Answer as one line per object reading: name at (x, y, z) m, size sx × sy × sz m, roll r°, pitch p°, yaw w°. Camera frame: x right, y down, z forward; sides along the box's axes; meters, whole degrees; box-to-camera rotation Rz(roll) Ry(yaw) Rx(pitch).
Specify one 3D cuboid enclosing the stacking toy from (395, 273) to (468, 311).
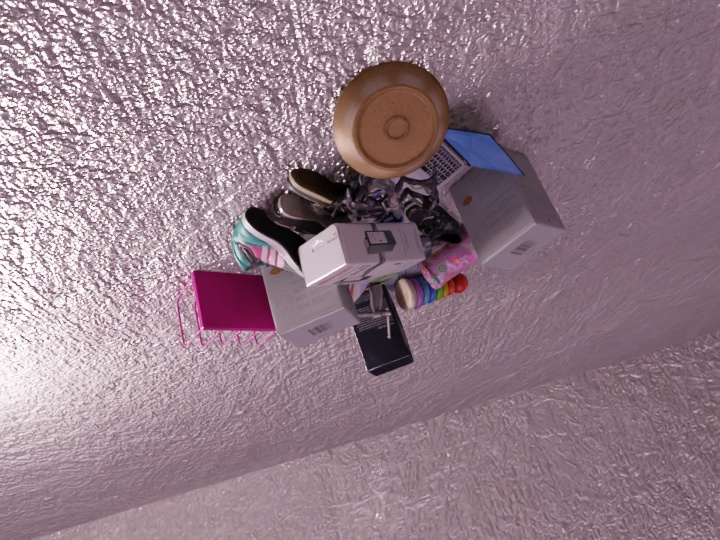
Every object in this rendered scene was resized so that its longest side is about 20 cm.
stacking toy at (0.193, 0.048, 1.644) m, size 0.200 × 0.085 × 0.085 m, roll -10°, pitch 152°, yaw -27°

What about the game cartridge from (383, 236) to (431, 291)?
game cartridge at (0.113, -0.012, 1.596) m, size 0.133 × 0.040 × 0.200 m, roll -20°, pitch 153°, yaw -5°

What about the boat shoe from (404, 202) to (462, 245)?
boat shoe at (0.171, -0.100, 1.430) m, size 0.074 × 0.066 × 0.199 m, roll -30°, pitch 151°, yaw 23°

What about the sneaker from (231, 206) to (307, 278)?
sneaker at (-0.181, -0.028, 1.273) m, size 0.200 × 0.084 × 0.121 m, roll 41°, pitch 132°, yaw -16°

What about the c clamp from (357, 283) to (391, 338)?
c clamp at (-0.022, 0.087, 1.519) m, size 0.200 × 0.027 × 0.171 m, roll 1°, pitch 110°, yaw -2°

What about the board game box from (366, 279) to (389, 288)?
board game box at (-0.043, 0.008, 1.477) m, size 0.200 × 0.105 × 0.023 m, roll -20°, pitch -167°, yaw 3°

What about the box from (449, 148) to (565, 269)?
box at (0.301, -0.128, 1.312) m, size 0.106 × 0.200 × 0.152 m, roll 8°, pitch 143°, yaw -39°

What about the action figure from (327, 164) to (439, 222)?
action figure at (0.043, -0.146, 1.159) m, size 0.200 × 0.102 × 0.119 m, roll -3°, pitch 152°, yaw 10°

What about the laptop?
laptop at (0.174, -0.188, 1.207) m, size 0.200 × 0.116 × 0.187 m, roll -40°, pitch 147°, yaw 16°

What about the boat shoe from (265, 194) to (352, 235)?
boat shoe at (-0.100, -0.104, 1.268) m, size 0.200 × 0.067 × 0.057 m, roll 16°, pitch 153°, yaw -42°

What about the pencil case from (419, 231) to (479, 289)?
pencil case at (0.241, -0.036, 1.533) m, size 0.200 × 0.087 × 0.087 m, roll -32°, pitch 153°, yaw -2°

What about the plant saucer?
plant saucer at (0.055, -0.237, 1.035) m, size 0.200 × 0.035 × 0.200 m, roll -6°, pitch 122°, yaw -10°

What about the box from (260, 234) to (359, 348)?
box at (-0.111, 0.039, 1.353) m, size 0.152 × 0.200 × 0.106 m, roll -23°, pitch 151°, yaw 9°

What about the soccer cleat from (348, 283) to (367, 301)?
soccer cleat at (0.000, 0.000, 1.439) m, size 0.200 × 0.068 × 0.073 m, roll -56°, pitch 141°, yaw -3°

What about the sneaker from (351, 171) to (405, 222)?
sneaker at (0.049, -0.136, 1.266) m, size 0.075 × 0.088 × 0.200 m, roll -24°, pitch 151°, yaw 15°

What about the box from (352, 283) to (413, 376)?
box at (0.052, 0.163, 1.668) m, size 0.123 × 0.199 × 0.200 m, roll -19°, pitch 166°, yaw 3°

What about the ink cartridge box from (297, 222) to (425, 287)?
ink cartridge box at (0.001, -0.031, 1.234) m, size 0.200 × 0.084 × 0.145 m, roll -4°, pitch 164°, yaw -39°

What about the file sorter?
file sorter at (-0.299, 0.096, 1.430) m, size 0.200 × 0.139 × 0.125 m, roll 6°, pitch 146°, yaw -39°

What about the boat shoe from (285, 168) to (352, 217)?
boat shoe at (-0.072, -0.137, 1.205) m, size 0.065 × 0.073 × 0.200 m, roll -40°, pitch 147°, yaw 27°
